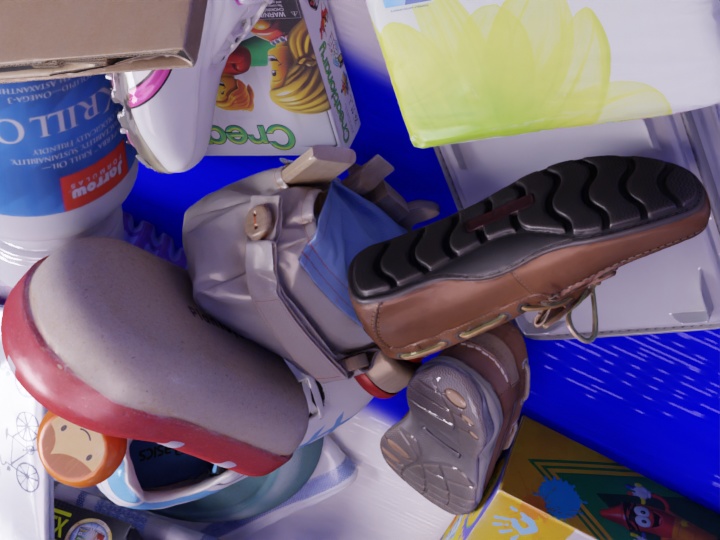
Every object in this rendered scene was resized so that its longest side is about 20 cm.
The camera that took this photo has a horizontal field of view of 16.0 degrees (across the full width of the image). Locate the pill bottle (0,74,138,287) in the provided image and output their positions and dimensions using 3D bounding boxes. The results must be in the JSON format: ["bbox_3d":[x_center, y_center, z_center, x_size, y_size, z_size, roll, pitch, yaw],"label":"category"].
[{"bbox_3d":[-0.181,-0.088,1.423,0.111,0.113,0.201,9,134,15],"label":"pill bottle"}]

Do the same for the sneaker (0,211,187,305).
[{"bbox_3d":[-0.188,0.001,1.566,0.199,0.081,0.089,27,114,5],"label":"sneaker"}]

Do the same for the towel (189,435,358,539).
[{"bbox_3d":[-0.111,0.095,1.670,0.146,0.024,0.200,-27,116,37],"label":"towel"}]

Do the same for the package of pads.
[{"bbox_3d":[0.099,-0.148,1.312,0.199,0.068,0.155,-8,112,30],"label":"package of pads"}]

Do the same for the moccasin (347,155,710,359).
[{"bbox_3d":[0.095,-0.002,1.383,0.200,0.074,0.078,-25,129,9],"label":"moccasin"}]

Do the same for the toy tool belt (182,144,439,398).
[{"bbox_3d":[0.000,0.000,1.465,0.123,0.126,0.200,-34,137,24],"label":"toy tool belt"}]

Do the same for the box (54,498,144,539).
[{"bbox_3d":[-0.198,0.201,1.688,0.159,0.045,0.200,15,156,22],"label":"box"}]

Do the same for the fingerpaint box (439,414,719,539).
[{"bbox_3d":[0.130,0.207,1.634,0.166,0.074,0.201,26,134,-2],"label":"fingerpaint box"}]

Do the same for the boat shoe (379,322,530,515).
[{"bbox_3d":[0.065,0.089,1.553,0.076,0.072,0.200,39,157,6],"label":"boat shoe"}]

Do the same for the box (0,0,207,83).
[{"bbox_3d":[-0.141,-0.190,1.310,0.162,0.201,0.021,-3,154,24],"label":"box"}]

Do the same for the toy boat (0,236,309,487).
[{"bbox_3d":[-0.131,0.070,1.437,0.131,0.131,0.200,-44,146,13],"label":"toy boat"}]

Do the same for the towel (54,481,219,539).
[{"bbox_3d":[-0.170,0.182,1.722,0.199,0.024,0.147,18,159,13],"label":"towel"}]

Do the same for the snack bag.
[{"bbox_3d":[-0.275,0.099,1.586,0.199,0.021,0.190,9,109,24],"label":"snack bag"}]

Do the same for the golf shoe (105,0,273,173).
[{"bbox_3d":[-0.084,-0.147,1.360,0.091,0.073,0.202,9,105,19],"label":"golf shoe"}]

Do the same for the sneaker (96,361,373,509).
[{"bbox_3d":[-0.067,0.093,1.550,0.072,0.199,0.072,31,142,65],"label":"sneaker"}]

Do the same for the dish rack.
[{"bbox_3d":[0.128,-0.036,1.439,0.170,0.044,0.201,-4,127,27],"label":"dish rack"}]

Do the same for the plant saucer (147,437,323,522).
[{"bbox_3d":[-0.122,0.091,1.640,0.199,0.027,0.201,11,129,14],"label":"plant saucer"}]

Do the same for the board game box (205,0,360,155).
[{"bbox_3d":[-0.109,-0.125,1.463,0.198,0.035,0.127,1,130,22],"label":"board game box"}]
